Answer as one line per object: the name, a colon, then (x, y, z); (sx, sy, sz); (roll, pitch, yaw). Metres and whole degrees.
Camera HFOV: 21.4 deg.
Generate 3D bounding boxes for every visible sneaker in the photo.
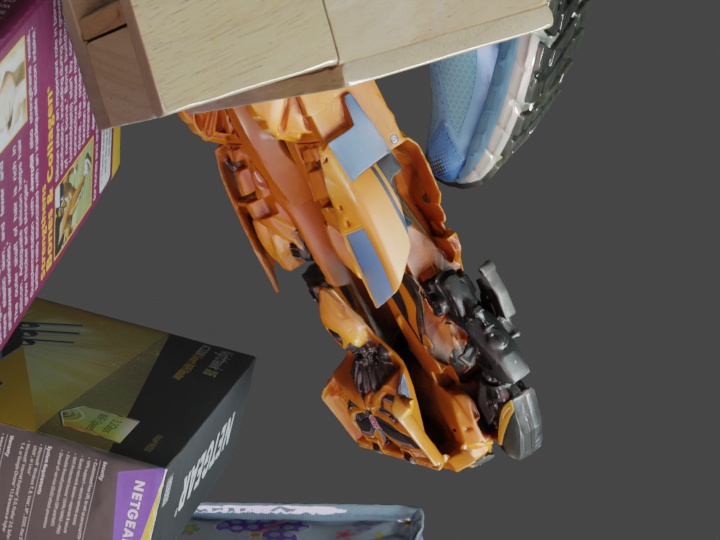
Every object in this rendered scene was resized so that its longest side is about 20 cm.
sneaker: (0.042, -0.130, 0.729); (0.089, 0.078, 0.201); (13, 114, 17)

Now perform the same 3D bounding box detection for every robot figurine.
robot figurine: (0.000, 0.000, 0.783); (0.145, 0.058, 0.201); (6, 126, 63)

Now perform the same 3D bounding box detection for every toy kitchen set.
toy kitchen set: (-0.017, -0.152, 0.621); (0.199, 0.163, 0.182); (-19, 97, -20)

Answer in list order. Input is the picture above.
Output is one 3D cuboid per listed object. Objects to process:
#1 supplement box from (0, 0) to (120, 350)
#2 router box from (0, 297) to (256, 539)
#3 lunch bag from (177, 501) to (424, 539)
supplement box: (-0.167, -0.058, 0.736); (0.102, 0.200, 0.132); (11, 121, 6)
router box: (-0.139, 0.059, 0.798); (0.156, 0.200, 0.053); (15, 101, 3)
lunch bag: (-0.066, 0.200, 0.913); (0.199, 0.127, 0.171); (-2, 123, 3)
